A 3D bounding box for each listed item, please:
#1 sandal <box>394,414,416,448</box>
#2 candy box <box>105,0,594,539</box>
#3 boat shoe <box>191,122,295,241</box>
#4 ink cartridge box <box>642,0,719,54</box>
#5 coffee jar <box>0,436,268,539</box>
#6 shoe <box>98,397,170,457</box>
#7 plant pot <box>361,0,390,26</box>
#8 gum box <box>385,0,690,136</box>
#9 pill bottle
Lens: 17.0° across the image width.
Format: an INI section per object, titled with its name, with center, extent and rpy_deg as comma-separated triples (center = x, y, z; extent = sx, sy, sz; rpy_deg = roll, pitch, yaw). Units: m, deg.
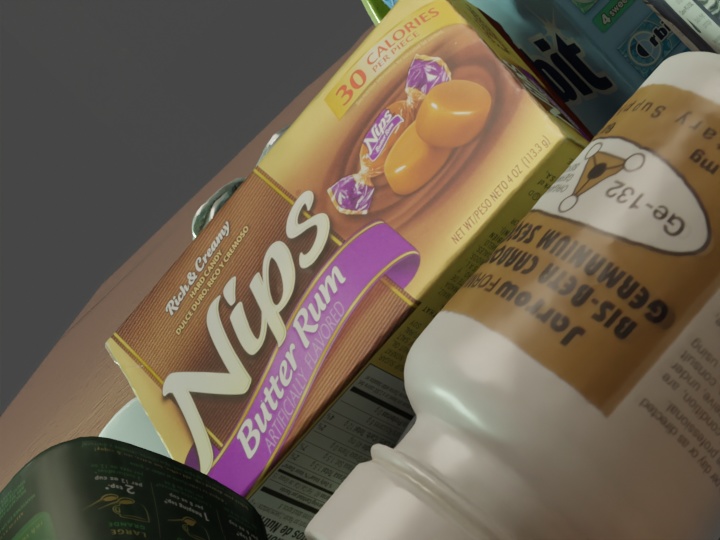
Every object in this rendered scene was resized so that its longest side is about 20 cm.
[sandal]
center = 0.032, 0.076, 0.847
extent = 0.043, 0.076, 0.200
rpy_deg = 12, 63, 43
[candy box]
center = 0.000, 0.000, 0.922
extent = 0.200, 0.056, 0.117
rpy_deg = -47, 46, 13
[boat shoe]
center = -0.045, 0.000, 1.052
extent = 0.070, 0.071, 0.201
rpy_deg = -35, -27, -33
[ink cartridge box]
center = 0.153, -0.113, 0.807
extent = 0.084, 0.200, 0.145
rpy_deg = -47, 9, -8
[coffee jar]
center = -0.069, 0.151, 0.792
extent = 0.085, 0.104, 0.200
rpy_deg = -51, 30, 21
[shoe]
center = -0.094, 0.078, 1.564
extent = 0.200, 0.072, 0.091
rpy_deg = -42, 7, -2
[plant pot]
center = 0.118, -0.226, 1.605
extent = 0.190, 0.200, 0.200
rpy_deg = -37, 6, -19
[gum box]
center = 0.085, -0.096, 1.006
extent = 0.045, 0.200, 0.170
rpy_deg = -47, 8, -11
[pill bottle]
center = 0.079, 0.037, 0.770
extent = 0.200, 0.114, 0.114
rpy_deg = -48, 9, -10
